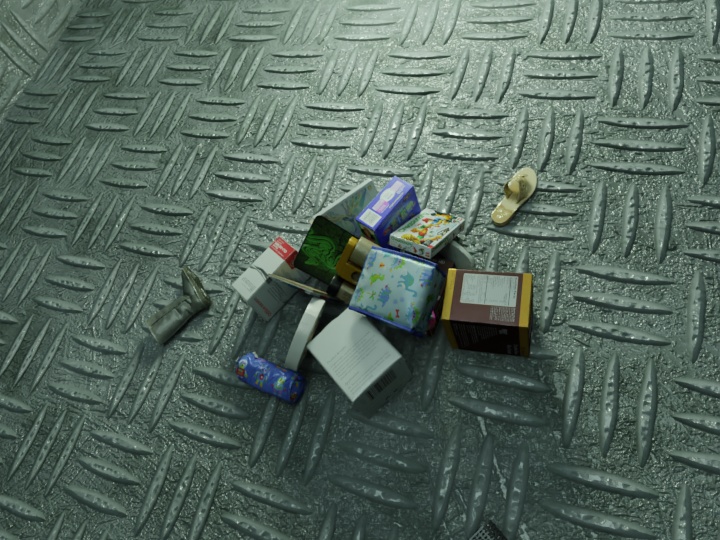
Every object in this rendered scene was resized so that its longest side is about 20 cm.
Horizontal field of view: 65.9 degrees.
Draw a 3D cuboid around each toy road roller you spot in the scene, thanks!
[{"bbox_3d":[0.000,0.000,1.499,0.122,0.146,0.202,28,114,1],"label":"toy road roller"}]

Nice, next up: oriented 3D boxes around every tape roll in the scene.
[{"bbox_3d":[-0.145,0.166,1.468,0.037,0.203,0.205,23,69,0],"label":"tape roll"}]

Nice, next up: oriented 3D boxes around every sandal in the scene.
[{"bbox_3d":[0.437,-0.225,1.570,0.077,0.070,0.213,27,73,28],"label":"sandal"}]

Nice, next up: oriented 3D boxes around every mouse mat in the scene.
[{"bbox_3d":[-0.076,-0.042,1.566,0.163,0.198,0.008,-64,24,-6],"label":"mouse mat"}]

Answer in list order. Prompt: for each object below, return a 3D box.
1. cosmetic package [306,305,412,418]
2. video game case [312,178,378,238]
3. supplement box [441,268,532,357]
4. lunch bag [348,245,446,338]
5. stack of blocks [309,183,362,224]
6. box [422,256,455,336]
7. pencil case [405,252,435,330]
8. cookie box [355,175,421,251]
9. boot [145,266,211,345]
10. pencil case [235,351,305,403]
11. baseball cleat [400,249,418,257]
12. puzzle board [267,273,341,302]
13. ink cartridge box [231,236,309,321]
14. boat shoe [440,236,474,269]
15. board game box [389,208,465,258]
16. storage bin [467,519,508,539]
[{"bbox_3d":[0.000,0.230,1.406,0.164,0.165,0.200,-40,59,-7],"label":"cosmetic package"},{"bbox_3d":[-0.014,-0.138,1.603,0.199,0.183,0.022,-34,36,-3],"label":"video game case"},{"bbox_3d":[0.315,0.105,1.355,0.197,0.198,0.135,4,64,20],"label":"supplement box"},{"bbox_3d":[0.082,0.047,1.329,0.198,0.127,0.172,19,82,26],"label":"lunch bag"},{"bbox_3d":[-0.039,-0.150,1.648,0.199,0.116,0.059,-34,47,-3],"label":"stack of blocks"},{"bbox_3d":[0.180,0.064,1.494,0.099,0.075,0.202,15,66,23],"label":"box"},{"bbox_3d":[0.137,0.057,1.421,0.087,0.089,0.203,-14,63,10],"label":"pencil case"},{"bbox_3d":[0.089,-0.132,1.553,0.075,0.201,0.171,35,76,31],"label":"cookie box"},{"bbox_3d":[-0.576,0.105,1.720,0.199,0.073,0.182,-39,56,3],"label":"boot"},{"bbox_3d":[-0.244,0.286,1.503,0.198,0.078,0.088,18,91,24],"label":"pencil case"},{"bbox_3d":[0.126,0.001,1.539,0.201,0.070,0.106,-50,36,-1],"label":"baseball cleat"},{"bbox_3d":[-0.146,0.052,1.534,0.149,0.200,0.018,18,87,25],"label":"puzzle board"},{"bbox_3d":[-0.253,0.027,1.607,0.083,0.145,0.200,36,77,31],"label":"ink cartridge box"},{"bbox_3d":[0.251,-0.076,1.547,0.063,0.071,0.200,-29,54,-28],"label":"boat shoe"},{"bbox_3d":[0.182,-0.103,1.493,0.125,0.035,0.200,20,37,28],"label":"board game box"},{"bbox_3d":[0.230,0.622,1.139,0.200,0.136,0.094,-43,59,-8],"label":"storage bin"}]
